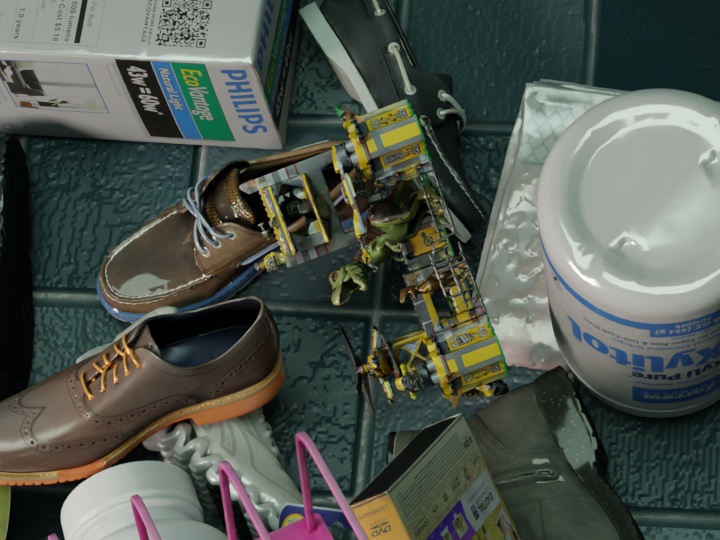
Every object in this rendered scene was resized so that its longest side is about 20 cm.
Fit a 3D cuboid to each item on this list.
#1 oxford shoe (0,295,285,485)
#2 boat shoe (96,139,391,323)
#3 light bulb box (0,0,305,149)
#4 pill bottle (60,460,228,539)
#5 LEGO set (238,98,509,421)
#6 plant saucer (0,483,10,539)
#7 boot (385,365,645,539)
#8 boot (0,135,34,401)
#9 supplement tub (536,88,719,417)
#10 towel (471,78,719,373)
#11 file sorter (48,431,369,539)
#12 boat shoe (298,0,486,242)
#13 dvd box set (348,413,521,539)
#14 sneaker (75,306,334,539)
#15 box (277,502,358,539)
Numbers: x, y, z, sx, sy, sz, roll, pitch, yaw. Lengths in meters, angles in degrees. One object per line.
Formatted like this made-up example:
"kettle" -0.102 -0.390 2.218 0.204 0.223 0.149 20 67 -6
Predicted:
"oxford shoe" -0.142 0.063 1.347 0.199 0.073 0.071 -22 53 -15
"boat shoe" -0.080 -0.034 1.451 0.199 0.072 0.072 -27 67 -2
"light bulb box" -0.139 -0.195 1.496 0.199 0.125 0.199 4 69 10
"pill bottle" -0.110 0.212 1.311 0.112 0.112 0.200 -22 54 0
"LEGO set" 0.000 0.000 1.345 0.115 0.154 0.201 -21 101 -1
"plant saucer" -0.292 0.153 1.387 0.199 0.031 0.201 -15 65 34
"boot" 0.098 0.163 1.358 0.130 0.068 0.201 -26 61 6
"boot" -0.295 0.004 1.473 0.162 0.073 0.199 -7 70 10
"supplement tub" 0.167 -0.006 1.297 0.131 0.200 0.133 -3 68 7
"towel" 0.178 -0.021 1.427 0.199 0.032 0.192 8 70 13
"file sorter" -0.085 0.189 1.178 0.199 0.126 0.139 -22 54 -13
"boat shoe" 0.031 -0.108 1.461 0.060 0.076 0.200 -33 68 1
"dvd box set" 0.067 0.190 1.246 0.029 0.146 0.201 -23 95 22
"sneaker" -0.083 0.098 1.404 0.081 0.075 0.200 -42 69 -18
"box" -0.013 0.235 1.293 0.121 0.032 0.201 0 83 54
